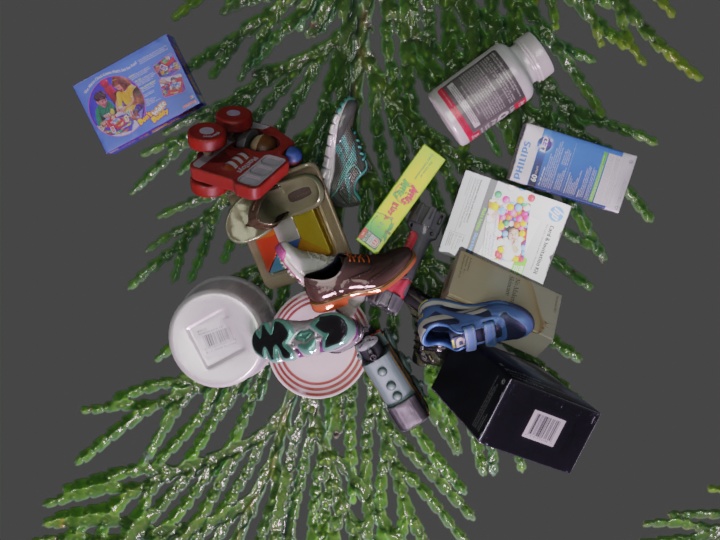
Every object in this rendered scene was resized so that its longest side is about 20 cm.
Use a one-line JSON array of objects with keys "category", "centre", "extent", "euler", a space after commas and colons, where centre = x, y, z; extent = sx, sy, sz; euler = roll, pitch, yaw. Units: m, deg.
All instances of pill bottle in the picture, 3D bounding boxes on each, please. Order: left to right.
[{"category": "pill bottle", "centre": [0.224, -0.313, 1.393], "extent": [0.199, 0.111, 0.111], "euler": [-35, 94, 8]}]

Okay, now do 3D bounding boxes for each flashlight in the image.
[{"category": "flashlight", "centre": [0.077, -0.023, 1.447], "extent": [0.067, 0.068, 0.202], "euler": [29, 80, -28]}]

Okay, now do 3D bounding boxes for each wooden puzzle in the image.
[{"category": "wooden puzzle", "centre": [-0.126, -0.073, 1.453], "extent": [0.183, 0.037, 0.202], "euler": [-17, 108, 20]}]

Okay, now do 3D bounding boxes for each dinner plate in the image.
[{"category": "dinner plate", "centre": [-0.076, 0.133, 1.496], "extent": [0.198, 0.024, 0.203], "euler": [-1, 94, -18]}]

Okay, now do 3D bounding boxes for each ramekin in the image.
[{"category": "ramekin", "centre": [-0.253, 0.116, 1.495], "extent": [0.198, 0.098, 0.203], "euler": [1, 98, 5]}]

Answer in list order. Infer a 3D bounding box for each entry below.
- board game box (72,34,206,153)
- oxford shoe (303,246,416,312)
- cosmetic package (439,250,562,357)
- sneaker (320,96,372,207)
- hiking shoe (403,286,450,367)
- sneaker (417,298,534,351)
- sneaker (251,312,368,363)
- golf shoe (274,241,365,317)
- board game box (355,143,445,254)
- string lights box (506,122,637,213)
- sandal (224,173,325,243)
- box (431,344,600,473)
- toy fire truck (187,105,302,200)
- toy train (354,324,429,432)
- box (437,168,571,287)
[{"category": "board game box", "centre": [-0.398, -0.316, 1.475], "extent": [0.198, 0.045, 0.136], "euler": [-25, 95, 7]}, {"category": "oxford shoe", "centre": [0.000, 0.000, 1.369], "extent": [0.198, 0.071, 0.073], "euler": [-26, 119, -8]}, {"category": "cosmetic package", "centre": [0.242, 0.058, 1.432], "extent": [0.198, 0.073, 0.104], "euler": [22, 55, -3]}, {"category": "sneaker", "centre": [-0.019, -0.204, 1.451], "extent": [0.090, 0.078, 0.202], "euler": [11, 108, -1]}, {"category": "hiking shoe", "centre": [0.123, 0.122, 1.477], "extent": [0.100, 0.076, 0.201], "euler": [-39, 94, 5]}, {"category": "sneaker", "centre": [0.187, 0.098, 1.353], "extent": [0.198, 0.083, 0.075], "euler": [-1, 127, 18]}, {"category": "sneaker", "centre": [-0.080, 0.122, 1.434], "extent": [0.198, 0.140, 0.079], "euler": [-7, 80, 24]}, {"category": "golf shoe", "centre": [-0.062, -0.002, 1.426], "extent": [0.092, 0.075, 0.200], "euler": [-46, 122, 8]}, {"category": "board game box", "centre": [0.071, -0.126, 1.434], "extent": [0.047, 0.102, 0.201], "euler": [36, 99, -1]}, {"category": "string lights box", "centre": [0.366, -0.179, 1.425], "extent": [0.198, 0.059, 0.104], "euler": [18, 98, 2]}, {"category": "sandal", "centre": [-0.155, -0.109, 1.402], "extent": [0.199, 0.057, 0.080], "euler": [-26, 99, 22]}, {"category": "box", "centre": [0.258, 0.220, 1.388], "extent": [0.198, 0.198, 0.124], "euler": [23, 98, -25]}, {"category": "toy fire truck", "centre": [-0.193, -0.192, 1.396], "extent": [0.166, 0.200, 0.113], "euler": [20, 128, 19]}, {"category": "toy train", "centre": [0.057, 0.192, 1.465], "extent": [0.085, 0.114, 0.201], "euler": [-29, 103, 6]}, {"category": "box", "centre": [0.254, -0.075, 1.458], "extent": [0.198, 0.041, 0.158], "euler": [19, 99, 1]}]
